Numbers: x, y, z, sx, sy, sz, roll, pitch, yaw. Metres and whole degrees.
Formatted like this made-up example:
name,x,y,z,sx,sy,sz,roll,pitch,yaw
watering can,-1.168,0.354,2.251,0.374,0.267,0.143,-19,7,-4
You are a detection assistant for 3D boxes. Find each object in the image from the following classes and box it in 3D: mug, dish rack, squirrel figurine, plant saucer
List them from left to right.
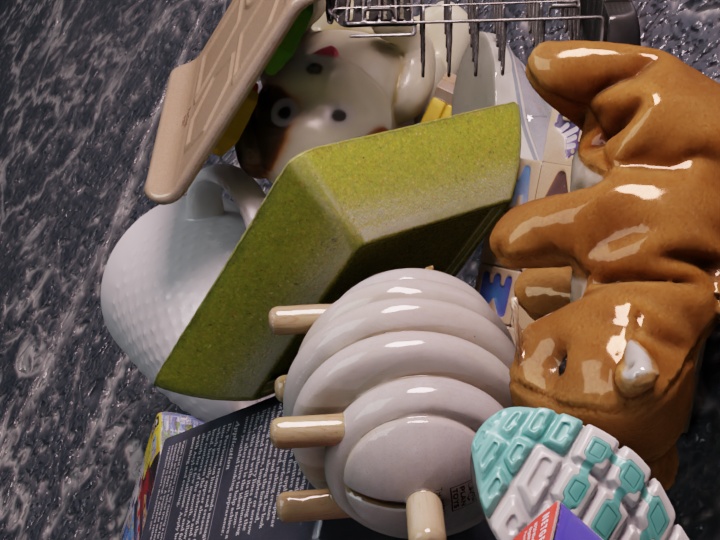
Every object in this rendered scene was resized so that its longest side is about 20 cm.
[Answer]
name,x,y,z,sx,sy,sz,roll,pitch,yaw
mug,-0.093,0.019,1.136,0.175,0.147,0.201,38,134,51
plant saucer,0.000,0.000,0.904,0.048,0.200,0.200,51,130,19
dish rack,0.077,-0.164,0.984,0.154,0.199,0.055,-86,-4,-64
squirrel figurine,0.159,0.006,0.730,0.199,0.142,0.187,5,49,16

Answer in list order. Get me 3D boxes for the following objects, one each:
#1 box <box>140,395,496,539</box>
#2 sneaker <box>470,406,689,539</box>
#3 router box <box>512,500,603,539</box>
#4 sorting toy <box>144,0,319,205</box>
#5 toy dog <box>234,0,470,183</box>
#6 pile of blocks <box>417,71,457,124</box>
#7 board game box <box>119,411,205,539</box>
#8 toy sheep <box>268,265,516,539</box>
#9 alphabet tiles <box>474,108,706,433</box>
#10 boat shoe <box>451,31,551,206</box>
name,x,y,z,sx,sy,sz,roll,pitch,yaw
box,-0.020,0.154,0.935,0.200,0.148,0.108,-24,47,47
sneaker,0.119,0.140,0.697,0.078,0.200,0.091,-46,7,-12
router box,0.092,0.223,0.650,0.180,0.200,0.049,-47,6,26
sorting toy,-0.074,-0.156,1.052,0.200,0.036,0.186,-48,23,29
toy dog,-0.020,-0.117,1.115,0.200,0.139,0.195,-50,-19,-67
pile of blocks,0.044,-0.037,1.073,0.082,0.062,0.201,5,-70,-82
board game box,-0.130,0.235,1.073,0.200,0.061,0.201,115,156,-53
toy sheep,0.021,0.070,0.774,0.138,0.138,0.200,-44,30,28
alphabet tiles,0.130,0.009,0.884,0.166,0.006,0.201,14,94,45
boat shoe,0.110,-0.075,1.006,0.070,0.071,0.201,121,149,-41
